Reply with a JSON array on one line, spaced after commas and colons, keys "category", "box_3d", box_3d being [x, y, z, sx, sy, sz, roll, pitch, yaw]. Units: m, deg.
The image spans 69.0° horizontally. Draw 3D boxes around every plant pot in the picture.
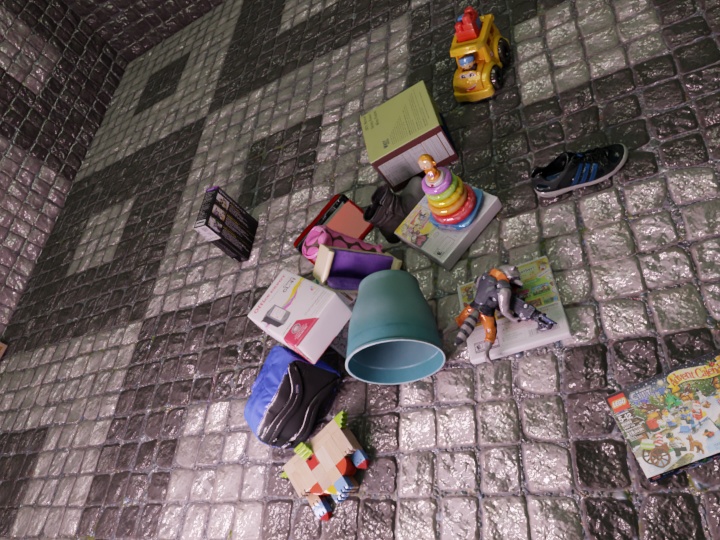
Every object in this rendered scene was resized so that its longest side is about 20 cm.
[{"category": "plant pot", "box_3d": [0.064, 0.109, 1.091, 0.199, 0.200, 0.189, -22, 51, 23]}]

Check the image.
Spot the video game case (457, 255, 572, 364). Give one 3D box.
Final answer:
[{"category": "video game case", "box_3d": [0.304, 0.080, 1.064, 0.199, 0.023, 0.183, -22, 50, 24]}]

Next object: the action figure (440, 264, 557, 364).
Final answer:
[{"category": "action figure", "box_3d": [0.264, 0.078, 1.010, 0.200, 0.104, 0.194, 25, 87, 46]}]

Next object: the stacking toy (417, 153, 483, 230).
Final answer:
[{"category": "stacking toy", "box_3d": [0.178, -0.185, 1.146, 0.116, 0.200, 0.110, 13, 69, 39]}]

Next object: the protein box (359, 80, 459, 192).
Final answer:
[{"category": "protein box", "box_3d": [0.127, -0.357, 1.407, 0.199, 0.135, 0.199, -26, 50, 19]}]

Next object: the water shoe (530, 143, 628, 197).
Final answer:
[{"category": "water shoe", "box_3d": [0.462, -0.220, 1.109, 0.199, 0.079, 0.072, -26, 49, 20]}]

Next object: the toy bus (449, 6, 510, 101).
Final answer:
[{"category": "toy bus", "box_3d": [0.301, -0.585, 1.397, 0.135, 0.192, 0.201, 4, 65, 36]}]

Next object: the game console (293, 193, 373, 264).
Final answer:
[{"category": "game console", "box_3d": [-0.078, -0.104, 1.469, 0.200, 0.119, 0.172, -49, 14, -2]}]

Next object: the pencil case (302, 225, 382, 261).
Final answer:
[{"category": "pencil case", "box_3d": [-0.038, -0.047, 1.274, 0.094, 0.199, 0.091, -61, 38, 16]}]

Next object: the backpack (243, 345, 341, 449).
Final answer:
[{"category": "backpack", "box_3d": [-0.163, 0.285, 1.176, 0.168, 0.162, 0.201, 20, 85, 57]}]

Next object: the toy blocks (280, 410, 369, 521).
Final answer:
[{"category": "toy blocks", "box_3d": [-0.061, 0.409, 1.071, 0.200, 0.100, 0.137, -44, 57, 4]}]

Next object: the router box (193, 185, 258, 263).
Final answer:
[{"category": "router box", "box_3d": [-0.405, -0.138, 1.602, 0.051, 0.200, 0.150, -10, 55, 28]}]

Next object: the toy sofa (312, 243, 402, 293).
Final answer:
[{"category": "toy sofa", "box_3d": [0.000, 0.000, 1.204, 0.098, 0.199, 0.083, 38, 116, 54]}]

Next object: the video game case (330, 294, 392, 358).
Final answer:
[{"category": "video game case", "box_3d": [0.010, 0.127, 1.244, 0.200, 0.024, 0.182, 30, 82, 44]}]

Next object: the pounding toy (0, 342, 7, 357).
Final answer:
[{"category": "pounding toy", "box_3d": [-1.566, 0.370, 2.138, 0.142, 0.184, 0.201, -18, 47, 32]}]

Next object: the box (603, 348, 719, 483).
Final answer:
[{"category": "box", "box_3d": [0.506, 0.222, 0.808, 0.199, 0.038, 0.137, -30, 48, 16]}]

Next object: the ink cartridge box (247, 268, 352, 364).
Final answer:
[{"category": "ink cartridge box", "box_3d": [-0.137, 0.097, 1.171, 0.200, 0.086, 0.148, 22, 69, 43]}]

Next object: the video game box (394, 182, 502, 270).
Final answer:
[{"category": "video game box", "box_3d": [0.206, -0.121, 1.254, 0.200, 0.047, 0.182, -49, 48, -3]}]

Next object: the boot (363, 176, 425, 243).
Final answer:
[{"category": "boot", "box_3d": [0.093, -0.179, 1.314, 0.070, 0.132, 0.201, 11, 69, 41]}]

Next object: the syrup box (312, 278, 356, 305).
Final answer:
[{"category": "syrup box", "box_3d": [-0.110, 0.089, 1.295, 0.200, 0.081, 0.079, -43, 33, 15]}]
